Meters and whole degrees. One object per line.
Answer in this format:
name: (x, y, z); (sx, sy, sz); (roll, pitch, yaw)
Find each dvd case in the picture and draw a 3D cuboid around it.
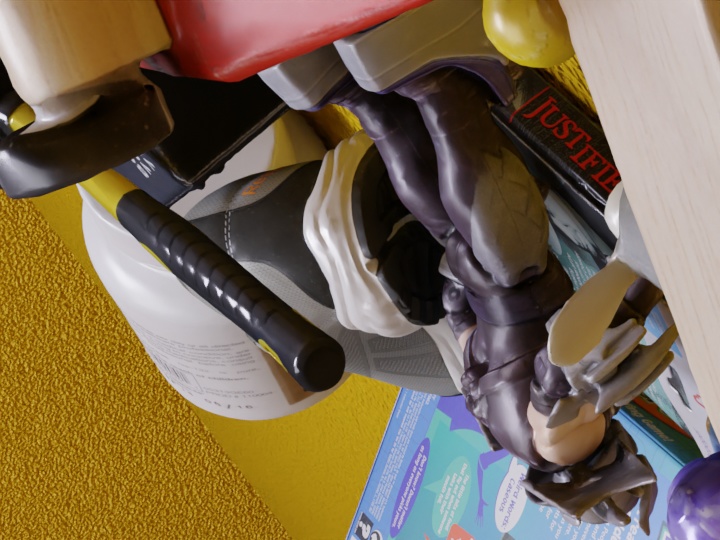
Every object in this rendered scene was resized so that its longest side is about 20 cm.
dvd case: (0.098, 0.016, 0.873); (0.200, 0.022, 0.146); (43, 170, 35)

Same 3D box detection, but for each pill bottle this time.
pill bottle: (-0.061, -0.017, 1.276); (0.114, 0.114, 0.200); (47, 172, 22)

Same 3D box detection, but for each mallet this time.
mallet: (-0.074, -0.026, 0.833); (0.200, 0.041, 0.066); (35, 167, 48)

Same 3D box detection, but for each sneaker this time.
sneaker: (0.000, 0.000, 0.935); (0.200, 0.079, 0.074); (33, -129, -69)

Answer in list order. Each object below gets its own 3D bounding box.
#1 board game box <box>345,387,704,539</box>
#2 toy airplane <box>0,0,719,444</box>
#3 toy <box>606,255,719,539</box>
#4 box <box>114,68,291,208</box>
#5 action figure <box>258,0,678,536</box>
board game box: (0.074, 0.108, 1.007); (0.045, 0.152, 0.200); (5, -155, -36)
toy airplane: (0.032, -0.080, 0.463); (0.199, 0.141, 0.200); (36, 131, 22)
toy: (0.129, 0.091, 0.799); (0.200, 0.047, 0.115); (41, 167, 43)
box: (-0.071, -0.107, 0.941); (0.148, 0.104, 0.200); (50, 173, -5)
action figure: (0.038, -0.010, 0.785); (0.200, 0.069, 0.130); (63, 164, -19)
